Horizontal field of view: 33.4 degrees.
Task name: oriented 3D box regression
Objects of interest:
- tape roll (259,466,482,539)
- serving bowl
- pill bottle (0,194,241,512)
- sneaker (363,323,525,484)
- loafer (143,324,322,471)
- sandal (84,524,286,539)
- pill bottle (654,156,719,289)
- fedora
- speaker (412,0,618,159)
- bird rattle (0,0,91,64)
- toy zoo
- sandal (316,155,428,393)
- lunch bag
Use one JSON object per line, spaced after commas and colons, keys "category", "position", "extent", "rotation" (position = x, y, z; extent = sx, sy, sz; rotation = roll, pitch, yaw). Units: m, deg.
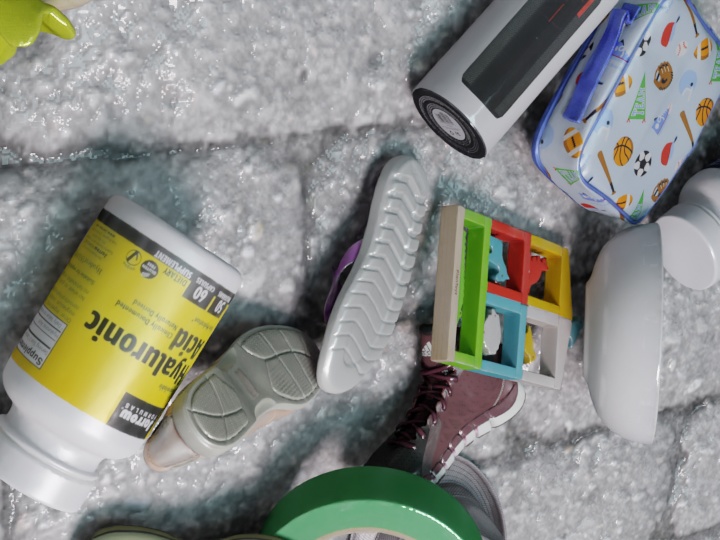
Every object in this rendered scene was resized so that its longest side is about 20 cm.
{"category": "tape roll", "position": [0.007, 0.260, 1.002], "extent": [0.197, 0.048, 0.203], "rotation": [1, 117, 3]}
{"category": "serving bowl", "position": [0.238, 0.056, 1.105], "extent": [0.065, 0.200, 0.203], "rotation": [2, 110, 11]}
{"category": "pill bottle", "position": [-0.177, 0.059, 0.834], "extent": [0.111, 0.111, 0.201], "rotation": [34, 86, -37]}
{"category": "sneaker", "position": [0.054, 0.110, 1.045], "extent": [0.199, 0.075, 0.117], "rotation": [-35, 117, -32]}
{"category": "loafer", "position": [-0.095, 0.095, 0.904], "extent": [0.072, 0.063, 0.200], "rotation": [57, 27, 3]}
{"category": "sandal", "position": [-0.124, 0.248, 0.934], "extent": [0.198, 0.058, 0.081], "rotation": [9, 117, -18]}
{"category": "pill bottle", "position": [0.385, -0.066, 1.184], "extent": [0.199, 0.111, 0.112], "rotation": [-32, 121, -22]}
{"category": "fedora", "position": [0.084, 0.278, 1.101], "extent": [0.175, 0.090, 0.202], "rotation": [-26, 119, -26]}
{"category": "speaker", "position": [0.134, -0.191, 0.987], "extent": [0.200, 0.081, 0.081], "rotation": [-48, 126, -12]}
{"category": "bird rattle", "position": [-0.216, -0.232, 0.741], "extent": [0.162, 0.112, 0.203], "rotation": [-14, 101, -43]}
{"category": "toy zoo", "position": [0.135, 0.030, 1.059], "extent": [0.199, 0.020, 0.133], "rotation": [16, 74, -46]}
{"category": "sandal", "position": [0.003, 0.003, 0.983], "extent": [0.082, 0.049, 0.205], "rotation": [39, 68, -53]}
{"category": "lunch bag", "position": [0.240, -0.153, 1.066], "extent": [0.160, 0.075, 0.202], "rotation": [29, 88, -45]}
